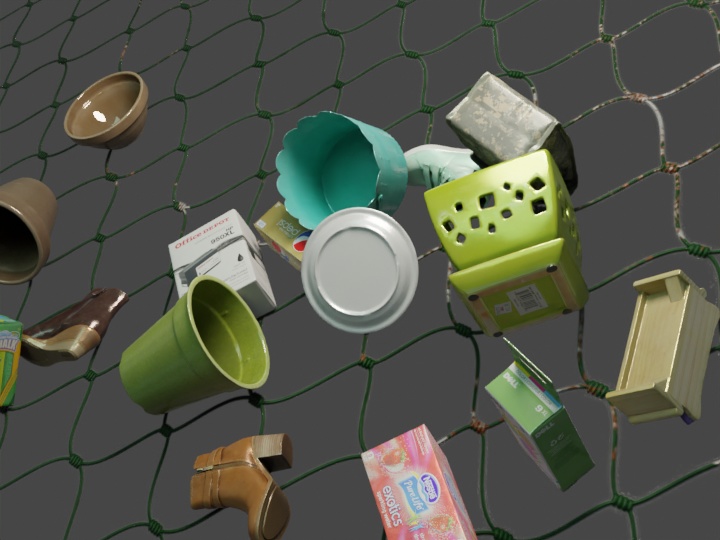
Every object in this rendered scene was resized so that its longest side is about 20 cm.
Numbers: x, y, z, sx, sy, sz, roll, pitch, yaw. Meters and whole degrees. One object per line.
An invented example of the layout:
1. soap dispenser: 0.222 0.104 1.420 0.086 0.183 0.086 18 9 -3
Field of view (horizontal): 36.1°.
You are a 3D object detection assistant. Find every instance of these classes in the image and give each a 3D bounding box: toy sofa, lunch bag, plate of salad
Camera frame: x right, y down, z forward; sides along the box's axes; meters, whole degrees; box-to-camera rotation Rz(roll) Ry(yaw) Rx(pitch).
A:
1. toy sofa: 0.406 0.109 1.476 0.083 0.097 0.201 -21 39 49
2. lunch bag: 0.246 -0.189 1.722 0.118 0.200 0.164 -48 58 2
3. plate of salad: 0.000 0.000 1.768 0.198 0.048 0.202 1 92 18

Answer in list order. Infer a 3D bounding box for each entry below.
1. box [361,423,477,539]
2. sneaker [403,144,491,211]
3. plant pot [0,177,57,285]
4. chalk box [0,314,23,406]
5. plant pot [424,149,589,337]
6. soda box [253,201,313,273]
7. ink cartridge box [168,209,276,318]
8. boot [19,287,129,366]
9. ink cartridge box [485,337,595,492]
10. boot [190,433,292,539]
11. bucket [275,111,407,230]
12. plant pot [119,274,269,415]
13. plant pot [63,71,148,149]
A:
1. box: 0.085 0.319 1.455 0.102 0.095 0.201 -26 44 6
2. sneaker: 0.133 -0.147 1.847 0.199 0.074 0.119 -1 46 27
3. plant pot: -0.701 -0.100 2.233 0.199 0.201 0.175 -13 30 20
4. chalk box: -0.696 0.137 1.985 0.123 0.124 0.202 12 97 37
5. plant pot: 0.222 -0.026 1.608 0.198 0.200 0.183 -19 54 14
6. soda box: -0.098 -0.040 1.897 0.064 0.068 0.200 -42 44 -10
7. ink cartridge box: -0.245 0.009 1.928 0.144 0.084 0.201 -28 43 5
8. boot: -0.539 0.099 2.051 0.199 0.073 0.167 2 42 33
9. ink cartridge box: 0.223 0.187 1.414 0.059 0.200 0.104 -37 43 -5
10. boot: -0.184 0.328 1.615 0.154 0.077 0.201 -15 44 16
11. bucket: -0.027 -0.160 1.858 0.206 0.134 0.209 0 90 31
12. plant pot: -0.281 0.138 1.781 0.189 0.200 0.201 -29 42 22
13. plant pot: -0.532 -0.327 2.385 0.199 0.093 0.202 -16 45 17
